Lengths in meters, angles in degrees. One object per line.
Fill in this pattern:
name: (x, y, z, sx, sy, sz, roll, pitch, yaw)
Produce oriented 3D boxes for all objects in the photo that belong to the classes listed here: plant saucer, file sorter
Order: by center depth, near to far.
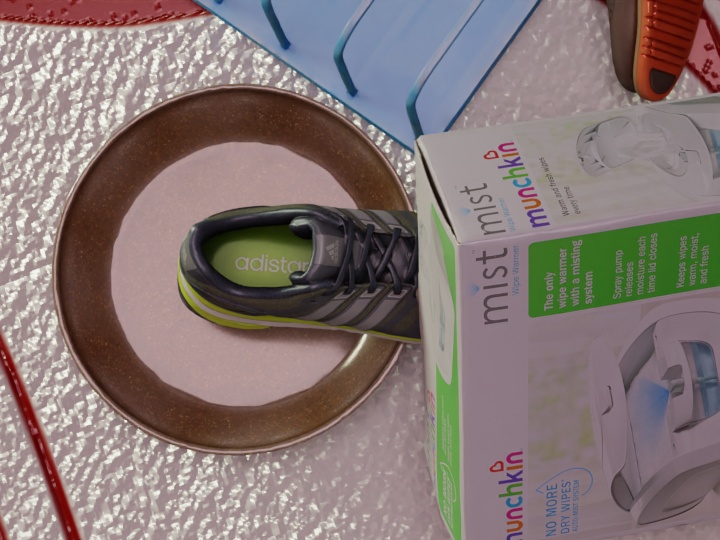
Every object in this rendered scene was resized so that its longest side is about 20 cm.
file sorter: (-0.009, -0.179, 1.102, 0.200, 0.123, 0.139, 35, 87, 8)
plant saucer: (-0.065, 0.000, 1.126, 0.200, 0.037, 0.201, -1, 83, 4)

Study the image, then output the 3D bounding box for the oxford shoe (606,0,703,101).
oxford shoe: (0.143, -0.189, 1.129, 0.072, 0.071, 0.200, -3, 83, 31)

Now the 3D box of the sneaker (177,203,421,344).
sneaker: (0.000, 0.000, 1.061, 0.200, 0.081, 0.074, -2, 83, 4)

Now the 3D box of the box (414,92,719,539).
box: (0.120, 0.026, 1.011, 0.176, 0.200, 0.097, -9, 38, -8)
